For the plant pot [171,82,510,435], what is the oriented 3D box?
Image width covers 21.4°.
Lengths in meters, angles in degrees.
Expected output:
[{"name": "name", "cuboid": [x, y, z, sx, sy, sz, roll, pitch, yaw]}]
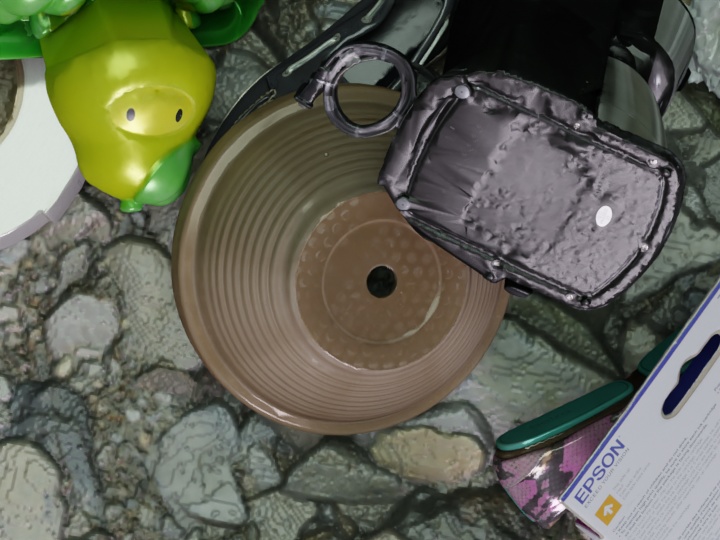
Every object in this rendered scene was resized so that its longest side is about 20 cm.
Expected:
[{"name": "plant pot", "cuboid": [0.000, 0.000, 1.058, 0.199, 0.093, 0.202, -3, 101, -15]}]

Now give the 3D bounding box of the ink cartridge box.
[{"name": "ink cartridge box", "cuboid": [0.208, 0.087, 1.050, 0.200, 0.043, 0.197, 42, 83, -35]}]

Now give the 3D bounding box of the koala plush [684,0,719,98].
[{"name": "koala plush", "cuboid": [0.290, -0.114, 1.086, 0.177, 0.184, 0.200, -36, 66, -22]}]

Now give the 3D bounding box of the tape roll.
[{"name": "tape roll", "cuboid": [-0.249, -0.105, 1.131, 0.201, 0.037, 0.204, 0, 82, 0]}]

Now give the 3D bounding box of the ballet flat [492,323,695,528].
[{"name": "ballet flat", "cuboid": [0.171, 0.082, 1.098, 0.199, 0.069, 0.071, -31, 101, -5]}]

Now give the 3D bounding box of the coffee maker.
[{"name": "coffee maker", "cuboid": [0.087, -0.106, 1.012, 0.134, 0.200, 0.192, -35, 110, 29]}]

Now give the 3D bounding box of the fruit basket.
[{"name": "fruit basket", "cuboid": [-0.132, -0.147, 1.060, 0.214, 0.156, 0.217, 13, 53, -18]}]

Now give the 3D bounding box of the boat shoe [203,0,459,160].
[{"name": "boat shoe", "cuboid": [-0.020, -0.108, 1.118, 0.200, 0.063, 0.073, -42, 85, -5]}]
